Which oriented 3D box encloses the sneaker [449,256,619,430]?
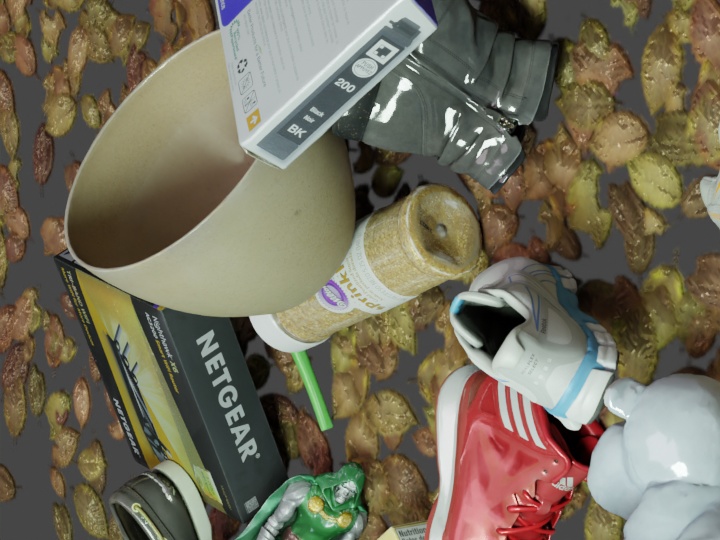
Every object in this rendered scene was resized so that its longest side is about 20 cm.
[{"bbox_3d":[0.091,0.028,1.408,0.075,0.087,0.200,-63,18,8],"label":"sneaker"}]

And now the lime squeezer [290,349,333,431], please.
[{"bbox_3d":[-0.072,0.031,1.703,0.200,0.038,0.071,52,131,35],"label":"lime squeezer"}]

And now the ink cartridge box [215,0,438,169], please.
[{"bbox_3d":[-0.011,-0.196,1.392,0.200,0.043,0.198,-41,42,31],"label":"ink cartridge box"}]

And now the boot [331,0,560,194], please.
[{"bbox_3d":[0.068,-0.159,1.448,0.070,0.131,0.200,-69,-5,-73],"label":"boot"}]

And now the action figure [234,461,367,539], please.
[{"bbox_3d":[-0.054,0.214,1.658,0.200,0.118,0.055,-56,18,25],"label":"action figure"}]

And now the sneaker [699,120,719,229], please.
[{"bbox_3d":[0.240,-0.094,1.259,0.092,0.076,0.200,51,130,42],"label":"sneaker"}]

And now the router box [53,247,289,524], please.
[{"bbox_3d":[-0.142,0.078,1.720,0.157,0.052,0.200,22,138,50],"label":"router box"}]

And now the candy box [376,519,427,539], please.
[{"bbox_3d":[0.050,0.285,1.554,0.115,0.055,0.200,-47,58,43],"label":"candy box"}]

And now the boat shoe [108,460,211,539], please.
[{"bbox_3d":[-0.135,0.249,1.749,0.072,0.060,0.202,-8,106,58],"label":"boat shoe"}]

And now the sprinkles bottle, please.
[{"bbox_3d":[0.000,0.000,1.581,0.200,0.068,0.068,-27,72,50],"label":"sprinkles bottle"}]

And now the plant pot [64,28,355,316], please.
[{"bbox_3d":[-0.080,-0.047,1.523,0.200,0.134,0.201,-30,38,27],"label":"plant pot"}]

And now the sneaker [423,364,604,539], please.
[{"bbox_3d":[0.103,0.159,1.457,0.115,0.078,0.201,-8,88,54],"label":"sneaker"}]

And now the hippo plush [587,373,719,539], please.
[{"bbox_3d":[0.169,0.141,1.301,0.200,0.159,0.161,117,148,-60],"label":"hippo plush"}]
